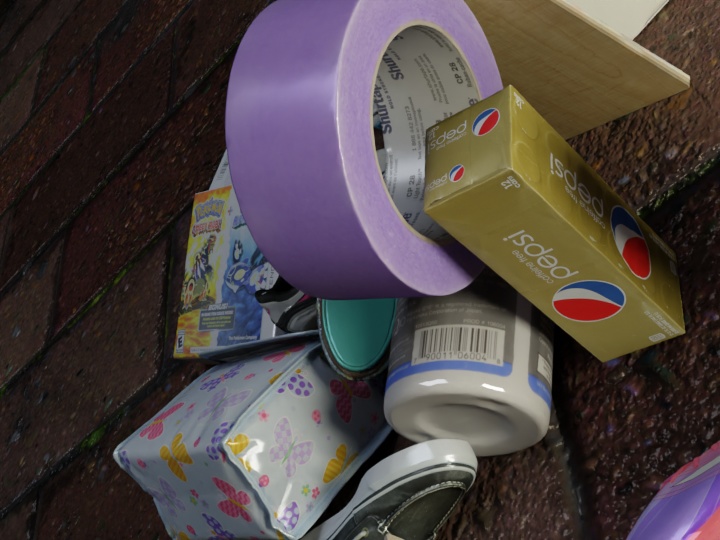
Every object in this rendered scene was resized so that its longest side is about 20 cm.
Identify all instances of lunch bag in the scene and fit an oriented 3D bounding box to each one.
[{"bbox_3d":[-0.073,0.118,0.936,0.170,0.127,0.200,-15,20,49],"label":"lunch bag"}]

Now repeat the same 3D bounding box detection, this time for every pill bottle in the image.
[{"bbox_3d":[0.083,0.020,0.820,0.114,0.114,0.200,-26,45,43],"label":"pill bottle"}]

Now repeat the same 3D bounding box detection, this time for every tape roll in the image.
[{"bbox_3d":[0.012,-0.082,0.721,0.085,0.200,0.200,-4,60,36],"label":"tape roll"}]

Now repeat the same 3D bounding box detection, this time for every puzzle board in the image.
[{"bbox_3d":[0.117,-0.148,0.828,0.151,0.200,0.017,-20,58,46],"label":"puzzle board"}]

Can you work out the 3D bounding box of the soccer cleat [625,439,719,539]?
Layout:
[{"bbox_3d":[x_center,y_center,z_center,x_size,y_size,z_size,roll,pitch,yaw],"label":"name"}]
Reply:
[{"bbox_3d":[0.205,0.112,0.620,0.200,0.067,0.076,-55,27,13],"label":"soccer cleat"}]

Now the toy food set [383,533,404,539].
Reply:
[{"bbox_3d":[0.036,0.270,0.655,0.200,0.143,0.060,-65,13,-6],"label":"toy food set"}]

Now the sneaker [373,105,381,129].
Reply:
[{"bbox_3d":[0.040,-0.178,1.092,0.200,0.075,0.087,1,79,58],"label":"sneaker"}]

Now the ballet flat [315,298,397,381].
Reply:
[{"bbox_3d":[0.000,0.000,0.895,0.074,0.074,0.200,-27,54,42],"label":"ballet flat"}]

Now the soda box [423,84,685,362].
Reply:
[{"bbox_3d":[0.123,-0.023,0.709,0.064,0.200,0.068,-25,45,34],"label":"soda box"}]

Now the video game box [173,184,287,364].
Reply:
[{"bbox_3d":[-0.114,0.001,1.147,0.200,0.047,0.182,-8,71,53],"label":"video game box"}]

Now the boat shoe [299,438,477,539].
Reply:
[{"bbox_3d":[0.021,0.195,0.821,0.200,0.072,0.071,-50,39,36],"label":"boat shoe"}]

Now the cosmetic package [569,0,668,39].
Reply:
[{"bbox_3d":[0.168,-0.263,0.958,0.103,0.087,0.200,-46,34,19],"label":"cosmetic package"}]

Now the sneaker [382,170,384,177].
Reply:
[{"bbox_3d":[0.045,-0.014,0.948,0.108,0.070,0.200,-26,50,54],"label":"sneaker"}]

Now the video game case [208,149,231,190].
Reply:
[{"bbox_3d":[-0.080,-0.153,1.264,0.181,0.045,0.200,0,66,56],"label":"video game case"}]

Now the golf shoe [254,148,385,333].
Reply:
[{"bbox_3d":[-0.019,-0.033,1.031,0.073,0.092,0.200,4,62,56],"label":"golf shoe"}]
